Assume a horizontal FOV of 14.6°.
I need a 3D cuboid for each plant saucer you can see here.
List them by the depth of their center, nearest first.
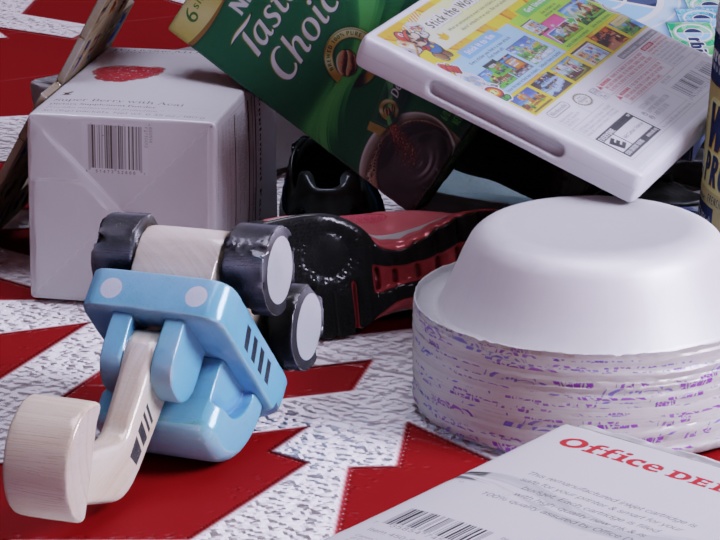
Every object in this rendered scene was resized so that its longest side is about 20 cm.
[{"bbox_3d":[0.099,-0.048,1.860,0.200,0.039,0.201,6,13,-1],"label":"plant saucer"}]

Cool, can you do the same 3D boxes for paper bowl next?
[{"bbox_3d":[0.127,0.024,1.528,0.200,0.105,0.201,0,18,0],"label":"paper bowl"}]

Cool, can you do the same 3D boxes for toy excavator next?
[{"bbox_3d":[-0.105,0.062,1.424,0.099,0.201,0.195,5,-27,19],"label":"toy excavator"}]

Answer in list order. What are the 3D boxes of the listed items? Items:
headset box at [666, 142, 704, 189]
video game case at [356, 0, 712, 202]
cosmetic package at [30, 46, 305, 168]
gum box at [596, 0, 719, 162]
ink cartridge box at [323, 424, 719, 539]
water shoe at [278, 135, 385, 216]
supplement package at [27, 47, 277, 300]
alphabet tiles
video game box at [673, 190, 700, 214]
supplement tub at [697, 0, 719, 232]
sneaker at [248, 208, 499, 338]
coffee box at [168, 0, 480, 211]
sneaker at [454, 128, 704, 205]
[{"bbox_3d":[0.212,-0.106,1.940,0.148,0.075,0.200,13,9,-32],"label":"headset box"},{"bbox_3d":[0.117,-0.118,1.647,0.181,0.023,0.200,28,30,14],"label":"video game case"},{"bbox_3d":[-0.125,-0.108,1.999,0.107,0.091,0.200,11,23,41],"label":"cosmetic package"},{"bbox_3d":[0.141,-0.143,1.805,0.199,0.045,0.170,11,33,17],"label":"gum box"},{"bbox_3d":[0.085,0.143,1.163,0.146,0.083,0.200,14,22,37],"label":"ink cartridge box"},{"bbox_3d":[-0.016,-0.055,1.829,0.071,0.079,0.200,-1,17,-4],"label":"water shoe"},{"bbox_3d":[-0.129,-0.064,1.787,0.121,0.120,0.200,3,17,8],"label":"supplement package"},{"bbox_3d":[-0.198,-0.105,1.823,0.008,0.201,0.167,30,19,0],"label":"alphabet tiles"},{"bbox_3d":[0.236,-0.003,1.720,0.182,0.047,0.200,-14,22,-33],"label":"video game box"},{"bbox_3d":[0.270,-0.095,1.602,0.144,0.201,0.145,2,20,-1],"label":"supplement tub"},{"bbox_3d":[0.000,0.000,1.698,0.199,0.074,0.087,-2,3,-22],"label":"sneaker"},{"bbox_3d":[-0.010,-0.142,1.743,0.200,0.123,0.044,39,20,9],"label":"coffee box"},{"bbox_3d":[0.129,-0.086,1.813,0.104,0.060,0.200,-14,29,-32],"label":"sneaker"}]
